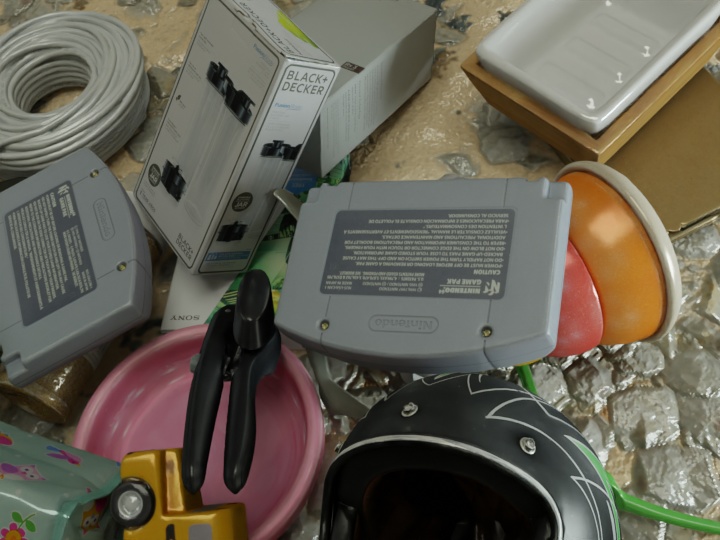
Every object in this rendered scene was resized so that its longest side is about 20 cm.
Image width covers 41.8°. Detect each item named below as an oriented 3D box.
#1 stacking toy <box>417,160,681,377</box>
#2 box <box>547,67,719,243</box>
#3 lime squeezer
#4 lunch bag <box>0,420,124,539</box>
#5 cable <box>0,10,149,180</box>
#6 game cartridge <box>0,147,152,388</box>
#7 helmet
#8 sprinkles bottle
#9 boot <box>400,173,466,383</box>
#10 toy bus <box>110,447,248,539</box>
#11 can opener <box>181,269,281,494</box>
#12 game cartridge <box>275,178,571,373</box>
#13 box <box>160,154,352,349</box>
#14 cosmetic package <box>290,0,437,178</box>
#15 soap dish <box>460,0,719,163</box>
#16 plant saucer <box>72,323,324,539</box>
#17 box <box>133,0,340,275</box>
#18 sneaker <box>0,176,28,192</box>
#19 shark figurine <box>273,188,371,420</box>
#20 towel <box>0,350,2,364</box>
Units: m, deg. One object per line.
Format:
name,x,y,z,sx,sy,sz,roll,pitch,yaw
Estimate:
stacking toy,0.119,0.021,0.691,0.198,0.147,0.147,-26,55,-15
box,0.262,-0.121,0.843,0.162,0.021,0.201,-25,56,-6
lime squeezer,0.166,0.142,0.688,0.070,0.038,0.200,-18,47,-41
lunch bag,-0.261,0.214,0.639,0.168,0.122,0.203,17,98,12
cable,-0.312,-0.177,0.964,0.196,0.070,0.203,-5,55,7
game cartridge,-0.242,-0.011,0.778,0.132,0.042,0.201,-25,50,-3
helmet,0.068,0.164,0.582,0.196,0.200,0.194,0,71,11
sprinkles bottle,-0.233,0.028,0.812,0.067,0.069,0.202,14,60,19
boot,0.063,0.004,0.781,0.095,0.074,0.201,16,58,35
toy bus,-0.113,0.219,0.618,0.077,0.065,0.204,-6,81,5
can opener,-0.095,0.081,0.662,0.062,0.080,0.201,-4,34,7
game cartridge,0.041,0.002,0.652,0.197,0.042,0.135,1,69,24
box,-0.088,-0.025,0.839,0.142,0.037,0.203,-1,58,11
cosmetic package,-0.023,-0.185,0.878,0.112,0.082,0.200,24,50,21
soap dish,0.212,-0.191,0.836,0.200,0.082,0.157,-42,59,-17
plant saucer,-0.122,0.139,0.729,0.197,0.051,0.203,-5,55,8
box,-0.106,-0.110,0.766,0.060,0.202,0.117,-3,39,-45
sneaker,-0.391,-0.035,0.872,0.198,0.091,0.076,-32,55,-12
shark figurine,-0.010,0.008,0.736,0.089,0.128,0.217,-19,46,32
towel,-0.324,0.089,0.700,0.036,0.200,0.150,22,81,2
